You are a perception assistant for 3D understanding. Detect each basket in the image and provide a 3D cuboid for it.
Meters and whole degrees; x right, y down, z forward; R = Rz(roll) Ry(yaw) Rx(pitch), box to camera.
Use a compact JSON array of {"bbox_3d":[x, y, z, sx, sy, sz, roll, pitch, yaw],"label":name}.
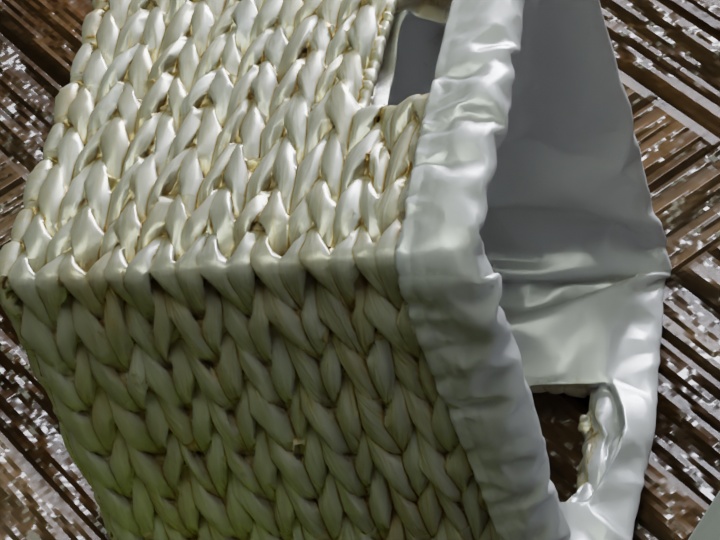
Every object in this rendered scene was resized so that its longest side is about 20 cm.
[{"bbox_3d":[0.000,0.000,0.913,0.160,0.200,0.199,-3,44,17],"label":"basket"}]

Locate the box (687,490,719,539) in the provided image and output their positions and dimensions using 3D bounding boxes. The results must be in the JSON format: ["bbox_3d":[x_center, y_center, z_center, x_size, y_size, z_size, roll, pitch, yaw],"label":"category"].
[{"bbox_3d":[0.223,0.097,0.719,0.200,0.199,0.131,42,106,42],"label":"box"}]
